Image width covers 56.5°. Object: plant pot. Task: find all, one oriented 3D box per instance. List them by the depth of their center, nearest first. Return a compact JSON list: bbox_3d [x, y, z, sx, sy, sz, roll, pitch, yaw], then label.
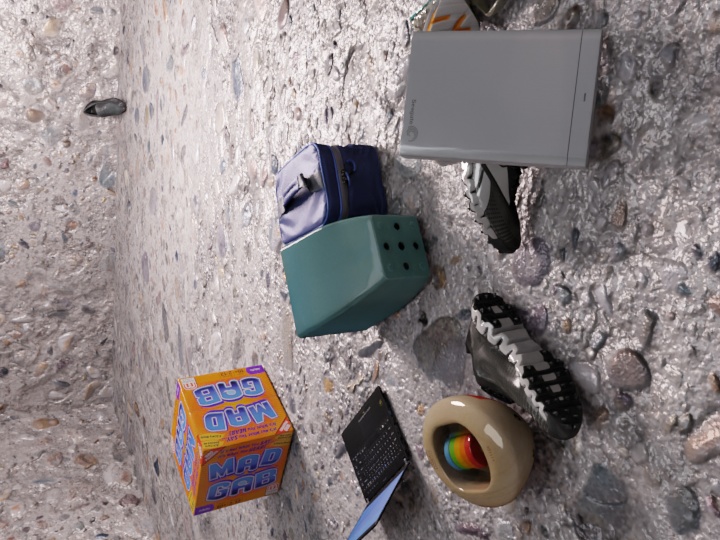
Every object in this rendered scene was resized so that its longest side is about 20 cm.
[{"bbox_3d":[0.000,0.000,0.984,0.199,0.139,0.145,-28,71,49],"label":"plant pot"}]

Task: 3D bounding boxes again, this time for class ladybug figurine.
[{"bbox_3d":[0.144,0.212,0.814,0.139,0.071,0.199,67,153,5],"label":"ladybug figurine"}]

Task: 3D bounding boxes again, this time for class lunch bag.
[{"bbox_3d":[-0.056,-0.117,1.061,0.199,0.129,0.140,-26,72,58],"label":"lunch bag"}]

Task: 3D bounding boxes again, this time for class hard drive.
[{"bbox_3d":[0.141,-0.179,0.696,0.195,0.027,0.136,8,92,23],"label":"hard drive"}]

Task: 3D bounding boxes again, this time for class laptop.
[{"bbox_3d":[-0.004,0.322,1.065,0.178,0.101,0.203,-58,47,45],"label":"laptop"}]

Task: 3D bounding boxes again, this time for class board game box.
[{"bbox_3d":[-0.285,0.361,1.452,0.201,0.195,0.204,53,137,42],"label":"board game box"}]

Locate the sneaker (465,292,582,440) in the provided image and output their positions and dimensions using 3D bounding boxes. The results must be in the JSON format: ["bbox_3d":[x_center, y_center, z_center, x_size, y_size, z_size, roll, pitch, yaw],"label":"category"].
[{"bbox_3d":[0.179,0.122,0.767,0.201,0.065,0.092,59,143,43],"label":"sneaker"}]

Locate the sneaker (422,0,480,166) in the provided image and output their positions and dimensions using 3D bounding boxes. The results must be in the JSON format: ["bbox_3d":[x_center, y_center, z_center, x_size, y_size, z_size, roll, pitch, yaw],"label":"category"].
[{"bbox_3d":[0.096,-0.232,0.818,0.078,0.076,0.204,-118,22,-50],"label":"sneaker"}]

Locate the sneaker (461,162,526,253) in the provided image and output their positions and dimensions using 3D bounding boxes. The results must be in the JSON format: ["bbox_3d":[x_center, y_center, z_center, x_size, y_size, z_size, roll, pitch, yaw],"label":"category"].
[{"bbox_3d":[0.156,-0.122,0.749,0.089,0.066,0.205,-17,94,29],"label":"sneaker"}]

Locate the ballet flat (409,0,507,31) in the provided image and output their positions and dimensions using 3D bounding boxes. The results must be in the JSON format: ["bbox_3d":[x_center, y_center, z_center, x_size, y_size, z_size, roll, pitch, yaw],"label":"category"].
[{"bbox_3d":[0.129,-0.320,0.787,0.199,0.070,0.074,-25,73,58],"label":"ballet flat"}]

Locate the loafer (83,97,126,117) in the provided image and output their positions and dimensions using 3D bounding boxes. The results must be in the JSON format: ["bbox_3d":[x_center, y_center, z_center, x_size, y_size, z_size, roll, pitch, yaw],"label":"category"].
[{"bbox_3d":[-0.966,-0.609,2.530,0.196,0.071,0.069,5,131,30],"label":"loafer"}]
